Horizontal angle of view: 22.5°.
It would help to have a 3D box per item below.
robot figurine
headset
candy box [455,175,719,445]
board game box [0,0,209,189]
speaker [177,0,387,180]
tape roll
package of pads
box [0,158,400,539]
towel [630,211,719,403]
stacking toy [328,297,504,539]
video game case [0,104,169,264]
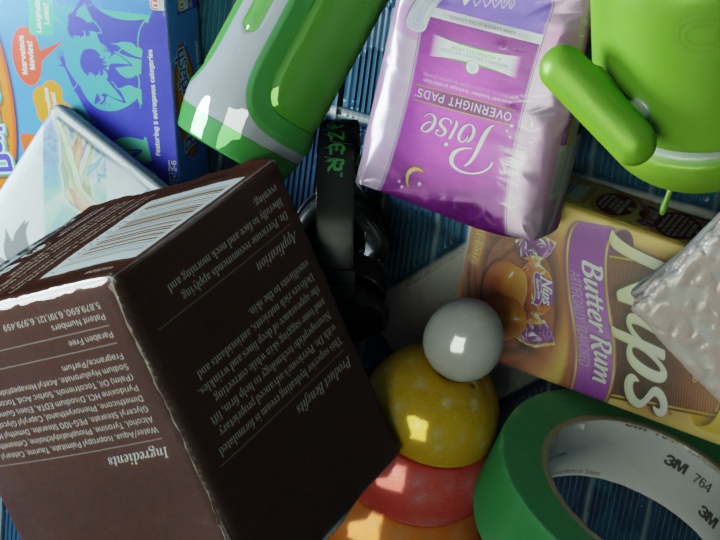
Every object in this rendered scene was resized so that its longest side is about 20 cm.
[{"bbox_3d":[0.182,-0.127,0.970,0.115,0.175,0.201,26,142,32],"label":"robot figurine"},{"bbox_3d":[0.000,0.000,1.150,0.093,0.124,0.201,2,127,1],"label":"headset"},{"bbox_3d":[0.160,0.018,1.105,0.198,0.056,0.118,19,116,16],"label":"candy box"},{"bbox_3d":[-0.202,-0.125,1.231,0.198,0.045,0.154,7,112,24],"label":"board game box"},{"bbox_3d":[-0.030,-0.157,1.073,0.088,0.088,0.201,30,94,12],"label":"speaker"},{"bbox_3d":[0.166,0.151,1.069,0.199,0.200,0.048,30,120,12],"label":"tape roll"},{"bbox_3d":[0.076,-0.128,1.038,0.119,0.076,0.202,17,104,17],"label":"package of pads"},{"bbox_3d":[-0.112,0.069,1.041,0.163,0.166,0.202,-12,107,36],"label":"box"},{"bbox_3d":[0.282,0.017,1.015,0.191,0.032,0.200,43,110,-12],"label":"towel"},{"bbox_3d":[0.043,0.097,1.123,0.146,0.146,0.201,34,130,10],"label":"stacking toy"},{"bbox_3d":[-0.173,0.022,1.189,0.199,0.022,0.183,37,100,14],"label":"video game case"}]
